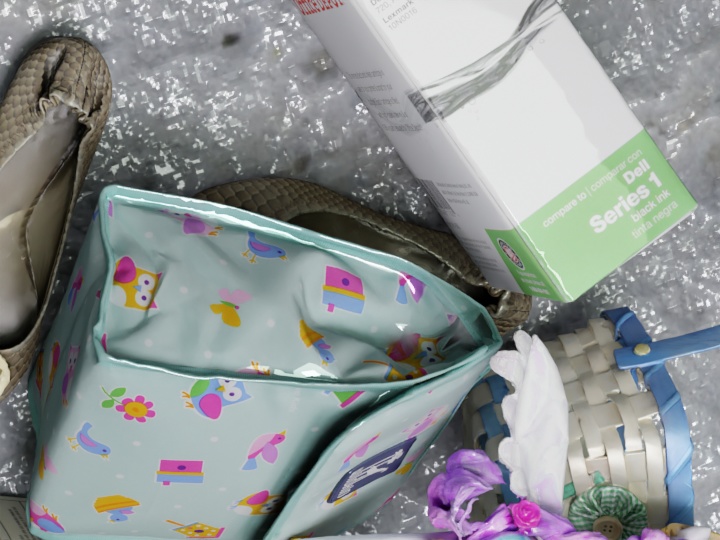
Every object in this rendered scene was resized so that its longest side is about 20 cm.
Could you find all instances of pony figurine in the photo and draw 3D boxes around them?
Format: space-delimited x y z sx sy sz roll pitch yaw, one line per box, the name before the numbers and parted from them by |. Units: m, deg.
pony figurine | 0.073 0.139 1.241 0.200 0.167 0.193 -16 153 17

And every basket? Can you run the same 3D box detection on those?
basket | 0.157 0.108 1.375 0.200 0.139 0.177 -15 126 -8

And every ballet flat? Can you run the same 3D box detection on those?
ballet flat | 0.000 0.000 1.327 0.200 0.046 0.067 15 102 -25
ballet flat | -0.167 -0.018 1.265 0.067 0.046 0.200 19 99 -25

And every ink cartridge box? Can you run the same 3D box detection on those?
ink cartridge box | 0.055 -0.090 1.247 0.084 0.146 0.200 -36 99 -8

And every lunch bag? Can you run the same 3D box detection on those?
lunch bag | -0.049 0.061 1.254 0.200 0.122 0.170 10 142 -16

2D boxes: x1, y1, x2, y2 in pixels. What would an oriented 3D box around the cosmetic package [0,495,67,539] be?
cosmetic package | -0.126 0.174 1.312 0.200 0.103 0.087 8 105 -22
